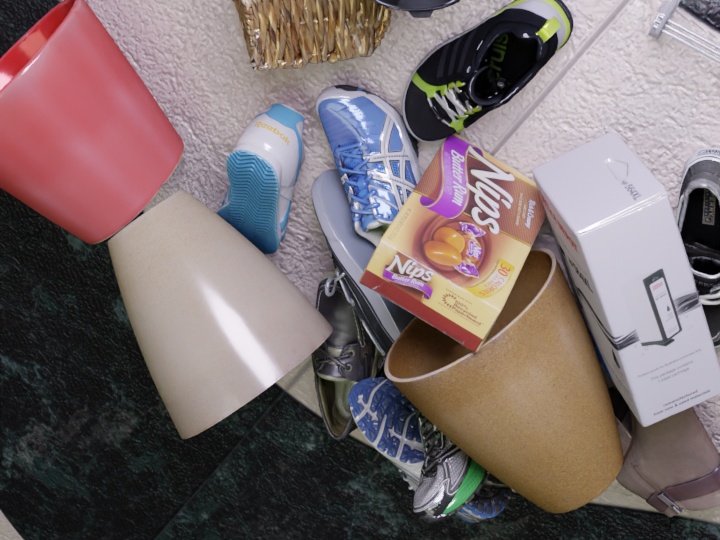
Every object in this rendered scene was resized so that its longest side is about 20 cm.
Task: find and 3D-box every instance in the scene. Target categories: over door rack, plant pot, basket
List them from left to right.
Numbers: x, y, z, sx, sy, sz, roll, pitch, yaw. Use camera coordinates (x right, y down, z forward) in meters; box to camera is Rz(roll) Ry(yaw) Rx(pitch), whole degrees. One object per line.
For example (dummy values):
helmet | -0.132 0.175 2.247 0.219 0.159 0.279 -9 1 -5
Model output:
plant pot | -0.282 -0.137 1.231 0.199 0.202 0.177 -24 122 39
plant pot | -0.156 0.028 1.244 0.186 0.187 0.201 -29 97 40
basket | -0.045 -0.293 1.056 0.140 0.150 0.202 -10 126 -6
plant pot | 0.151 0.115 1.150 0.185 0.187 0.201 -24 110 39
over door rack | 0.312 -0.212 0.914 0.146 0.067 0.201 29 154 5

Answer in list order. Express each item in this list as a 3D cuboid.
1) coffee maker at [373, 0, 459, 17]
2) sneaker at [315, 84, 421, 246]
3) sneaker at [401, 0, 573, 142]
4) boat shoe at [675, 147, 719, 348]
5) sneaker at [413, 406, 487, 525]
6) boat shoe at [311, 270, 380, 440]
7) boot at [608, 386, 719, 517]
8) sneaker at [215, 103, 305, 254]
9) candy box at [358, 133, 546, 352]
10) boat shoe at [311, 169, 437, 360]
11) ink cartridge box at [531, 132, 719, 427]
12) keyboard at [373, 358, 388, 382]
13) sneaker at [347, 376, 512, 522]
coffee maker | 0.050 -0.311 0.897 0.133 0.201 0.193 -20 114 36
sneaker | 0.019 -0.082 1.175 0.075 0.077 0.201 -19 113 39
sneaker | 0.095 -0.166 1.065 0.072 0.083 0.199 44 133 -9
boat shoe | 0.299 -0.005 1.094 0.070 0.064 0.202 5 127 25
sneaker | 0.078 0.154 1.228 0.085 0.202 0.078 34 140 -25
boat shoe | -0.018 0.096 1.340 0.071 0.066 0.203 11 129 21
boot | 0.309 0.160 1.206 0.146 0.070 0.200 47 146 -2
sneaker | -0.092 -0.084 1.238 0.076 0.081 0.200 29 153 2
candy box | 0.089 -0.030 1.093 0.116 0.201 0.057 31 130 3
boat shoe | 0.002 -0.001 1.237 0.068 0.073 0.201 -29 97 46
ink cartridge box | 0.227 0.005 1.073 0.083 0.146 0.202 -23 116 3
keyboard | 0.070 0.080 1.314 0.102 0.040 0.202 8 131 -8
sneaker | 0.061 0.196 1.308 0.199 0.077 0.086 40 151 12
